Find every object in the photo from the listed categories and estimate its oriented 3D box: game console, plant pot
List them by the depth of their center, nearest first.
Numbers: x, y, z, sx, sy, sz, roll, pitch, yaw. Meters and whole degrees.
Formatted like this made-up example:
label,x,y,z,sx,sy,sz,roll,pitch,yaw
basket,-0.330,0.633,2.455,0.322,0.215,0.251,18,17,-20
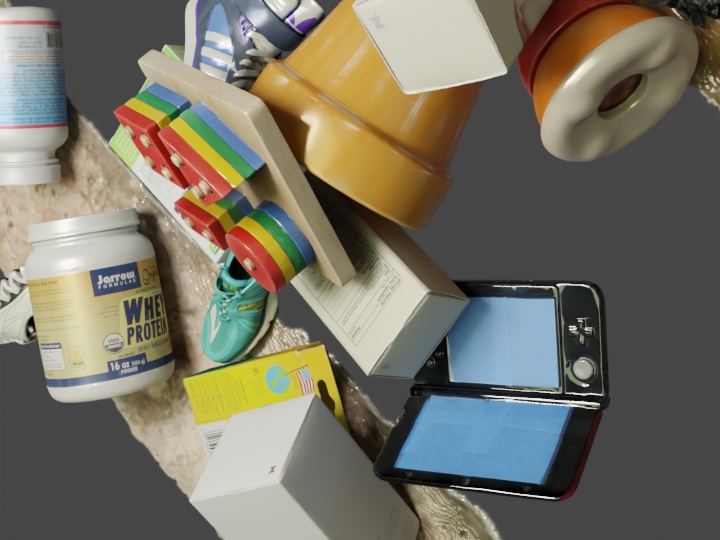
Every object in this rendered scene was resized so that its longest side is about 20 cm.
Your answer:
label,x,y,z,sx,sy,sz,roll,pitch,yaw
plant pot,0.024,-0.166,0.941,0.200,0.200,0.183,38,101,20
game console,0.114,0.101,0.966,0.200,0.119,0.173,0,99,31

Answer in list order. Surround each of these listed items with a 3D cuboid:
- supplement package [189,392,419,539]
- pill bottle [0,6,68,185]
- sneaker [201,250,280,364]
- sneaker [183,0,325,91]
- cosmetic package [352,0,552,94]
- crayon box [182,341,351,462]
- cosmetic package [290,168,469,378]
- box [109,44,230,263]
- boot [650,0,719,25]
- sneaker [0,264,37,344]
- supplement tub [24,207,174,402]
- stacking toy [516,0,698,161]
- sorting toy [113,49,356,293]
label,x,y,z,sx,sy,sz,roll,pitch,yaw
supplement package,-0.050,0.239,1.047,0.117,0.117,0.200,-18,121,33
pill bottle,-0.399,-0.202,1.231,0.109,0.109,0.200,4,101,31
sneaker,-0.129,0.015,1.123,0.077,0.080,0.200,36,116,21
sneaker,-0.099,-0.214,1.043,0.146,0.081,0.200,-16,71,31
cosmetic package,0.094,-0.234,0.806,0.103,0.200,0.087,-2,133,43
crayon box,-0.089,0.154,1.141,0.200,0.051,0.127,-15,91,33
cosmetic package,0.000,0.000,1.008,0.105,0.071,0.200,-54,54,20
box,-0.175,-0.127,1.152,0.200,0.036,0.144,47,119,15
boot,0.254,-0.307,0.830,0.162,0.073,0.198,34,122,24
sneaker,-0.444,0.065,1.335,0.200,0.075,0.081,-35,89,32
supplement tub,-0.296,0.037,1.191,0.144,0.144,0.200,-6,96,32
stacking toy,0.170,-0.204,0.885,0.146,0.146,0.200,-49,58,29
sorting toy,-0.119,-0.076,0.934,0.199,0.070,0.200,31,156,47
